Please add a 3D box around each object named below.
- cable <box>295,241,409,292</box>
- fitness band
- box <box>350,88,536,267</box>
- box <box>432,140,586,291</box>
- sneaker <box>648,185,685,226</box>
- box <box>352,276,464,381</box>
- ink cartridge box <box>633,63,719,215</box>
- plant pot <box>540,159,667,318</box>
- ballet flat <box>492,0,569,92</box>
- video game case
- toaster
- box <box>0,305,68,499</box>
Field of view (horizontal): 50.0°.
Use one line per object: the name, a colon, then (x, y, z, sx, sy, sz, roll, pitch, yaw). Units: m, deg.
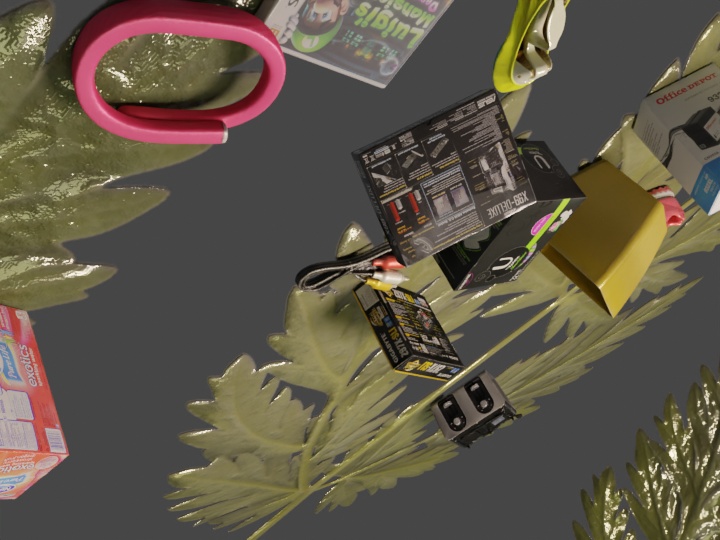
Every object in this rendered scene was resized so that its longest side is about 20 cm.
cable: (0.000, 0.000, 1.184, 0.198, 0.051, 0.097, -8, 144, -38)
fitness band: (-0.167, -0.182, 0.725, 0.198, 0.038, 0.144, -4, 144, -28)
box: (0.109, -0.120, 0.992, 0.198, 0.159, 0.050, -27, -166, -7)
box: (0.211, -0.084, 1.176, 0.147, 0.125, 0.201, -8, 146, -36)
sneaker: (0.560, -0.106, 1.514, 0.198, 0.087, 0.074, -17, 148, -24)
box: (0.085, 0.103, 1.320, 0.049, 0.161, 0.199, -40, 151, 18)
ink cartridge box: (0.554, -0.210, 1.220, 0.144, 0.201, 0.084, -26, 150, -6)
plant pot: (0.419, -0.068, 1.345, 0.176, 0.200, 0.200, -45, 151, 5)
ballet flat: (0.207, -0.273, 0.924, 0.066, 0.067, 0.201, -21, 151, -18)
video game case: (0.010, -0.278, 0.773, 0.199, 0.023, 0.182, 5, 136, -48)
toaster: (0.296, 0.360, 1.983, 0.180, 0.119, 0.200, -34, 151, 9)
box: (-0.414, 0.139, 0.851, 0.094, 0.201, 0.102, -37, 152, 14)
